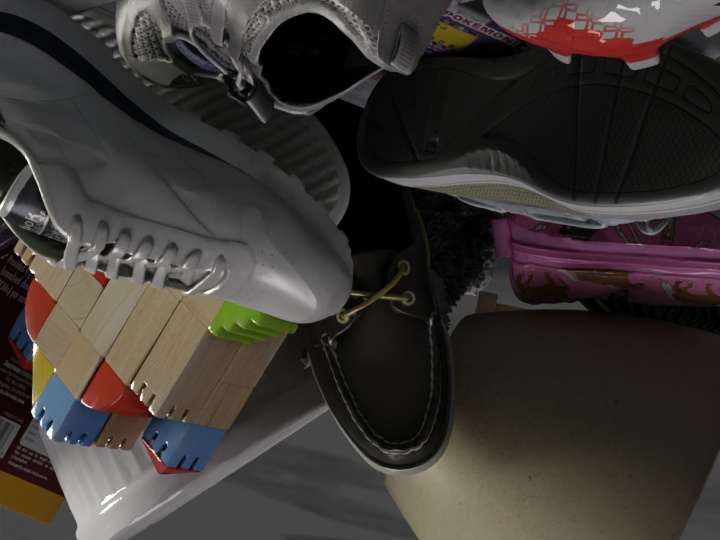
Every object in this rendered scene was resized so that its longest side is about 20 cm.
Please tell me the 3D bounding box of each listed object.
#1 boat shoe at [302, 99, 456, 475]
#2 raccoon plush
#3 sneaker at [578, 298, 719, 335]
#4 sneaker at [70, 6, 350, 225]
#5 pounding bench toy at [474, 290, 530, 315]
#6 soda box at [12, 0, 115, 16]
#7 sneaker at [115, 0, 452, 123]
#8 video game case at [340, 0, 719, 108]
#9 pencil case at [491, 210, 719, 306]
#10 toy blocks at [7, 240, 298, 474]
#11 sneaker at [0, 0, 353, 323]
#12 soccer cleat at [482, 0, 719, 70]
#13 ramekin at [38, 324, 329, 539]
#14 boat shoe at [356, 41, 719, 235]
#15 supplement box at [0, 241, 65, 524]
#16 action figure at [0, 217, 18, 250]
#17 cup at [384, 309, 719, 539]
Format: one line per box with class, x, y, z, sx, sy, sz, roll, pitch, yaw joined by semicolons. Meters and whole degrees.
boat shoe;0.000;0.000;0.738;0.071;0.202;0.061;-14;159;0
raccoon plush;0.041;0.021;0.868;0.096;0.135;0.200;1;159;32
sneaker;0.188;0.026;0.885;0.199;0.070;0.090;18;160;-21
sneaker;-0.086;-0.076;0.732;0.200;0.073;0.114;32;-179;9
pounding bench toy;0.150;0.115;1.111;0.155;0.125;0.200;11;163;6
soda box;-0.116;-0.145;0.578;0.068;0.064;0.199;26;160;-39
sneaker;-0.041;-0.096;0.575;0.075;0.082;0.200;25;160;-32
video game case;0.027;-0.110;0.656;0.199;0.023;0.182;20;162;-18
pencil case;0.169;-0.015;0.750;0.199;0.083;0.087;5;155;28
toy blocks;-0.120;0.028;0.758;0.100;0.137;0.200;17;-161;-49
sneaker;-0.094;-0.025;0.619;0.199;0.081;0.076;32;140;-15
soccer cleat;0.126;-0.118;0.490;0.199;0.069;0.085;-1;150;30
ramekin;-0.098;0.077;0.886;0.094;0.202;0.202;57;162;6
boat shoe;0.087;-0.054;0.633;0.201;0.075;0.065;3;166;44
supplement box;-0.238;0.020;0.921;0.132;0.201;0.197;24;169;28
action figure;-0.223;-0.096;0.696;0.200;0.069;0.130;56;-177;-2
cup;0.098;0.099;0.789;0.143;0.201;0.200;26;165;10
